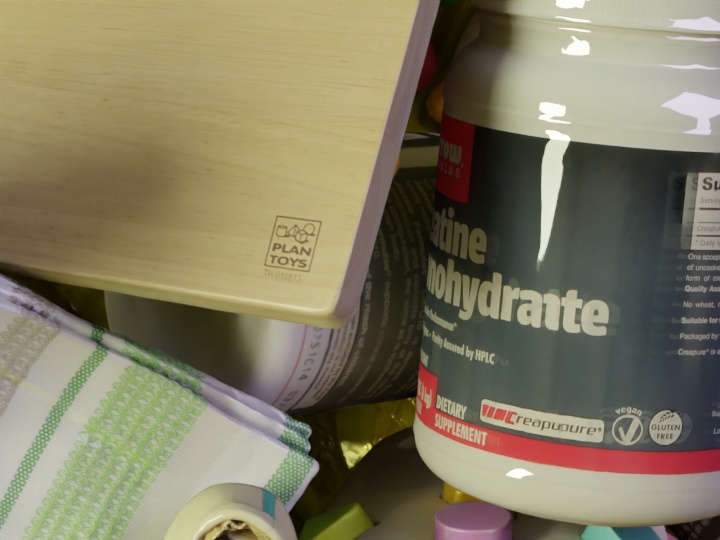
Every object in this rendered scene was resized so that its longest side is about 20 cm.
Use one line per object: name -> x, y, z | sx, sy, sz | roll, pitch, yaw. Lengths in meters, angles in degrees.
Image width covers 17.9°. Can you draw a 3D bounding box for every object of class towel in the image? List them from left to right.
towel -> -0.124, 0.087, 0.831 | 0.199, 0.031, 0.150 | 29, 88, -30

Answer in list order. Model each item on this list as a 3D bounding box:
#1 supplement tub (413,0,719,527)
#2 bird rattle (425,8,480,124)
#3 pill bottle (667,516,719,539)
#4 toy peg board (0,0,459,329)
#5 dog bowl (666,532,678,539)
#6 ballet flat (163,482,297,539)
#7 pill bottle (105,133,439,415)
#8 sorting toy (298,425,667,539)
supplement tub -> 0.096, -0.014, 0.879 | 0.140, 0.140, 0.202 | -6, 104, -45
bird rattle -> 0.124, -0.105, 1.142 | 0.199, 0.163, 0.113 | 31, 19, -23
pill bottle -> 0.178, 0.073, 1.081 | 0.114, 0.114, 0.200 | -20, 64, -47
toy peg board -> -0.056, -0.078, 0.864 | 0.098, 0.199, 0.201 | 41, 61, -62
dog bowl -> 0.105, 0.198, 1.020 | 0.199, 0.074, 0.201 | 22, 55, -35
ballet flat -> -0.071, 0.172, 0.812 | 0.069, 0.069, 0.201 | 23, 83, -34
pill bottle -> 0.000, 0.000, 0.979 | 0.199, 0.114, 0.115 | -6, 73, -45
sorting toy -> 0.050, 0.119, 0.938 | 0.180, 0.198, 0.108 | -71, 161, -62
